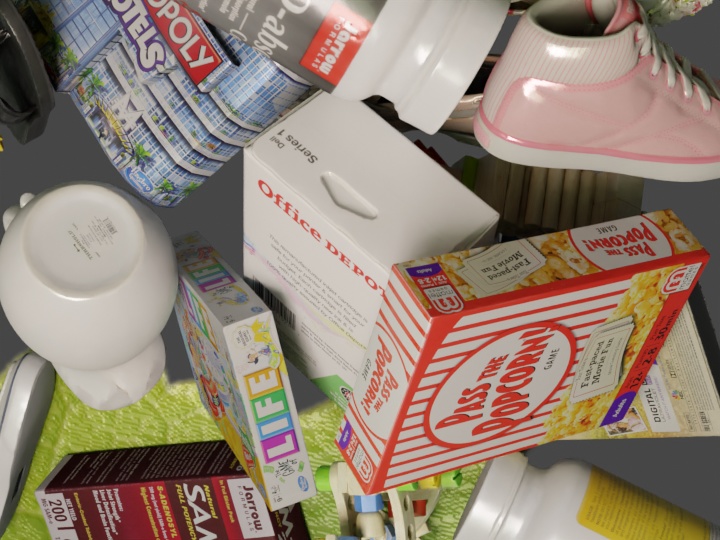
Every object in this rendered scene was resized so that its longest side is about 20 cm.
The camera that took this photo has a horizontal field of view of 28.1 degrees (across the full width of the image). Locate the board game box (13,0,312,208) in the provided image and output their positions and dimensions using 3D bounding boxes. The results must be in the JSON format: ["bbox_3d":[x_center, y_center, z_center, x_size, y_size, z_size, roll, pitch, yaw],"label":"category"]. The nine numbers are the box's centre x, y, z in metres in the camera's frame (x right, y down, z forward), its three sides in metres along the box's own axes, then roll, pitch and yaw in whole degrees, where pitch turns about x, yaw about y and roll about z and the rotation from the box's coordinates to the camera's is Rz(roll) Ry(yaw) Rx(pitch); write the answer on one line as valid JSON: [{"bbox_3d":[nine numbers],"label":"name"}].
[{"bbox_3d":[-0.120,-0.180,0.938,0.200,0.062,0.201,-39,75,23],"label":"board game box"}]

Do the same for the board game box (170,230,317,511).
[{"bbox_3d":[-0.089,0.063,1.002,0.034,0.200,0.135,-18,111,-14],"label":"board game box"}]

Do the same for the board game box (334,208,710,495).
[{"bbox_3d":[0.094,0.047,0.854,0.046,0.199,0.152,56,144,35],"label":"board game box"}]

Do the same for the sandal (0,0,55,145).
[{"bbox_3d":[-0.242,-0.125,0.968,0.076,0.048,0.200,58,162,6],"label":"sandal"}]

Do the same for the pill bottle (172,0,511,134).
[{"bbox_3d":[-0.020,-0.171,0.837,0.199,0.116,0.116,30,119,-6],"label":"pill bottle"}]

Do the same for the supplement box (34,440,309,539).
[{"bbox_3d":[-0.149,0.201,1.153,0.198,0.061,0.110,-8,111,19],"label":"supplement box"}]

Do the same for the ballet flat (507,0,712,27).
[{"bbox_3d":[0.127,-0.179,0.891,0.198,0.064,0.076,2,113,16],"label":"ballet flat"}]

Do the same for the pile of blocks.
[{"bbox_3d":[0.104,-0.051,0.969,0.198,0.063,0.082,9,162,4],"label":"pile of blocks"}]

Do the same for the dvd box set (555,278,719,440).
[{"bbox_3d":[0.142,0.051,0.976,0.199,0.029,0.147,-7,119,34],"label":"dvd box set"}]

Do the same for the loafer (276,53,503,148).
[{"bbox_3d":[0.031,-0.124,0.932,0.198,0.072,0.063,8,156,11],"label":"loafer"}]

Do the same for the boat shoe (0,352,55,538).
[{"bbox_3d":[-0.302,0.143,1.166,0.065,0.074,0.201,24,118,0],"label":"boat shoe"}]

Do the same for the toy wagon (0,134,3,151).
[{"bbox_3d":[-0.344,-0.074,1.098,0.199,0.040,0.156,-24,105,24],"label":"toy wagon"}]

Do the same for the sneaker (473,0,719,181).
[{"bbox_3d":[0.172,-0.116,0.856,0.199,0.076,0.105,1,130,-18],"label":"sneaker"}]

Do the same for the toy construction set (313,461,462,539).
[{"bbox_3d":[0.025,0.172,1.031,0.091,0.200,0.132,-3,82,9],"label":"toy construction set"}]

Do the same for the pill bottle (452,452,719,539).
[{"bbox_3d":[0.171,0.203,1.026,0.199,0.112,0.113,26,119,4],"label":"pill bottle"}]

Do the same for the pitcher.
[{"bbox_3d":[-0.205,-0.002,1.013,0.172,0.121,0.200,47,161,11],"label":"pitcher"}]

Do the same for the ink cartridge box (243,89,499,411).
[{"bbox_3d":[0.000,0.000,0.925,0.145,0.084,0.201,41,153,20],"label":"ink cartridge box"}]
